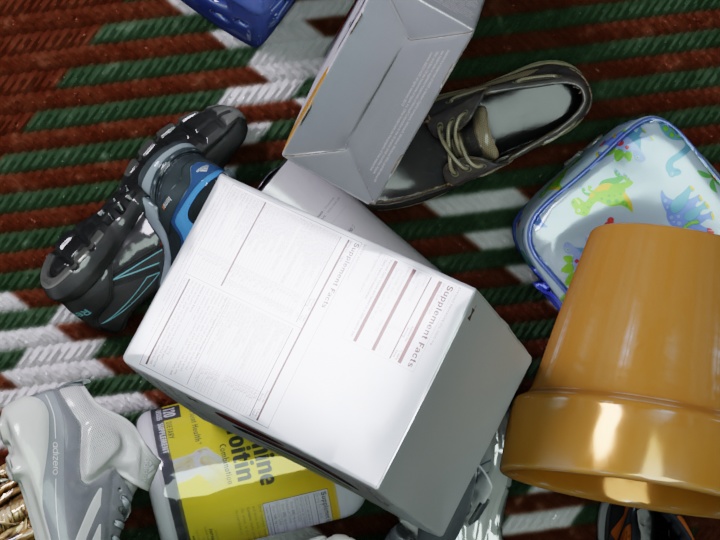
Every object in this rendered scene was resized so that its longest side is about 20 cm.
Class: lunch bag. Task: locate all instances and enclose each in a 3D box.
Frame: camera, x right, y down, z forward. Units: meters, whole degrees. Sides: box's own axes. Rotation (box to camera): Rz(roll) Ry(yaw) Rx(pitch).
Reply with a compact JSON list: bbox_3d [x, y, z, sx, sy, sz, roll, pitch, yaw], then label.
[{"bbox_3d":[0.222,-0.006,1.770,0.161,0.082,0.200,-42,95,-2],"label":"lunch bag"}]

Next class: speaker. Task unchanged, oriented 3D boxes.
[{"bbox_3d":[0.000,0.000,1.752,0.200,0.081,0.081,40,89,-4],"label":"speaker"}]

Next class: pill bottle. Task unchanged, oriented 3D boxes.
[{"bbox_3d":[-0.060,0.138,1.738,0.199,0.112,0.113,-14,93,-4],"label":"pill bottle"}]

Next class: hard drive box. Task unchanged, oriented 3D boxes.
[{"bbox_3d":[0.027,-0.164,1.666,0.077,0.200,0.156,29,118,-5],"label":"hard drive box"}]

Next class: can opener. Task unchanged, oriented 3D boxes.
[{"bbox_3d":[0.031,0.217,1.730,0.053,0.067,0.201,38,115,18],"label":"can opener"}]

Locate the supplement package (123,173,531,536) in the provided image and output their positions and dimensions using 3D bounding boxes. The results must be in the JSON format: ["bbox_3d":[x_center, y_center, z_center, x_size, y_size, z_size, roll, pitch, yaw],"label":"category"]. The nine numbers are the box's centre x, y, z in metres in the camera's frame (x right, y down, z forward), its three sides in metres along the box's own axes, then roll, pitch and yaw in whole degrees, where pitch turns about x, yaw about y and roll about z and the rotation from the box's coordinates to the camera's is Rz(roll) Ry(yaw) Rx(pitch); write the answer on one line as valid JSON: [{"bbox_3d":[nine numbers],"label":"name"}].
[{"bbox_3d":[-0.018,0.061,1.583,0.199,0.191,0.148,25,82,21],"label":"supplement package"}]

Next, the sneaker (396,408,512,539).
[{"bbox_3d":[0.073,0.165,1.772,0.087,0.075,0.201,5,91,1],"label":"sneaker"}]

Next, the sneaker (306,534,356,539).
[{"bbox_3d":[-0.083,0.250,1.731,0.199,0.083,0.081,-28,85,28],"label":"sneaker"}]

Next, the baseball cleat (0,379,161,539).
[{"bbox_3d":[-0.174,0.173,1.557,0.106,0.070,0.201,-19,99,-13],"label":"baseball cleat"}]

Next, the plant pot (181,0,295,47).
[{"bbox_3d":[-0.097,-0.299,1.685,0.200,0.180,0.200,34,90,-5],"label":"plant pot"}]

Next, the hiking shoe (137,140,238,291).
[{"bbox_3d":[-0.104,0.003,1.705,0.074,0.087,0.201,-38,132,-24],"label":"hiking shoe"}]

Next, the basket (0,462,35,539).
[{"bbox_3d":[-0.250,0.184,1.679,0.142,0.200,0.150,4,93,-11],"label":"basket"}]

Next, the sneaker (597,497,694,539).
[{"bbox_3d":[0.220,0.263,1.764,0.077,0.112,0.201,-10,93,-4],"label":"sneaker"}]

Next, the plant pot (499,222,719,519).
[{"bbox_3d":[0.211,0.069,1.655,0.199,0.200,0.184,11,80,-5],"label":"plant pot"}]

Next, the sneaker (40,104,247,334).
[{"bbox_3d":[-0.152,-0.040,1.756,0.200,0.075,0.079,-46,118,-4],"label":"sneaker"}]

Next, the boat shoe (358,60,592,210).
[{"bbox_3d":[0.083,-0.106,1.759,0.199,0.073,0.075,-28,94,-3],"label":"boat shoe"}]
